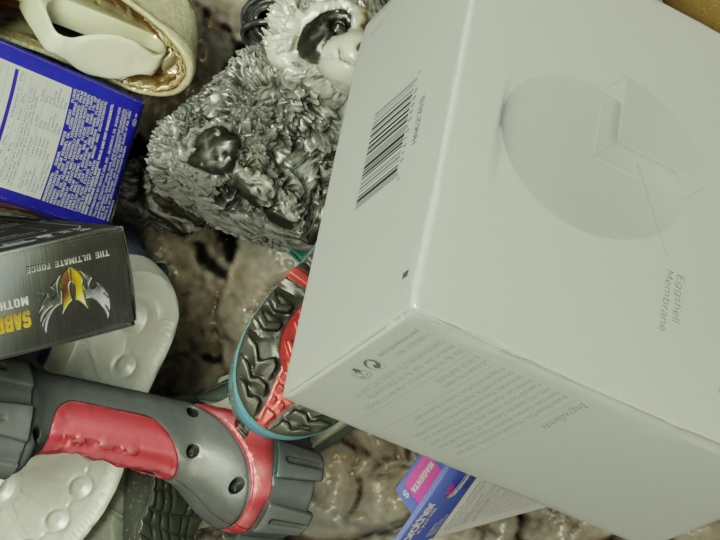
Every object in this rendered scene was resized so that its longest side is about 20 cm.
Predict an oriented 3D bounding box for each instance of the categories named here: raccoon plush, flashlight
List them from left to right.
[{"bbox_3d":[-0.116,0.090,0.952,0.198,0.068,0.069,14,96,-33],"label":"flashlight"},{"bbox_3d":[-0.062,-0.093,0.989,0.097,0.199,0.135,39,68,-44],"label":"raccoon plush"}]

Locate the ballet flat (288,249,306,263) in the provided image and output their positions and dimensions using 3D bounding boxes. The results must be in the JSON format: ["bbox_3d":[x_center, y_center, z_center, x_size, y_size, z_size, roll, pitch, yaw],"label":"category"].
[{"bbox_3d":[0.019,-0.011,1.023,0.199,0.070,0.068,37,103,26],"label":"ballet flat"}]

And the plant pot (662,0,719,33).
[{"bbox_3d":[0.214,-0.159,0.919,0.184,0.187,0.201,-13,123,9],"label":"plant pot"}]

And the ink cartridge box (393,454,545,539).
[{"bbox_3d":[0.098,0.076,0.993,0.042,0.199,0.120,49,125,26],"label":"ink cartridge box"}]

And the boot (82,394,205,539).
[{"bbox_3d":[-0.150,0.160,1.051,0.130,0.202,0.068,-3,158,39],"label":"boot"}]

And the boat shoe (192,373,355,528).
[{"bbox_3d":[-0.057,0.088,1.072,0.199,0.062,0.073,-32,80,34],"label":"boat shoe"}]

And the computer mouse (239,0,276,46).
[{"bbox_3d":[-0.016,-0.199,0.981,0.108,0.044,0.202,-1,116,9],"label":"computer mouse"}]

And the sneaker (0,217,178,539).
[{"bbox_3d":[-0.179,0.060,1.036,0.080,0.146,0.201,27,94,-35],"label":"sneaker"}]

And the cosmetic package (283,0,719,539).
[{"bbox_3d":[0.093,-0.013,0.855,0.198,0.201,0.123,23,150,-19],"label":"cosmetic package"}]

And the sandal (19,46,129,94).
[{"bbox_3d":[-0.146,-0.134,1.003,0.079,0.057,0.203,8,110,1],"label":"sandal"}]

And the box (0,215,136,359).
[{"bbox_3d":[-0.227,0.016,0.882,0.158,0.199,0.049,5,105,50],"label":"box"}]

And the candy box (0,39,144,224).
[{"bbox_3d":[-0.228,-0.082,0.915,0.168,0.200,0.078,13,86,27],"label":"candy box"}]

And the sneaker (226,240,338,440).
[{"bbox_3d":[0.000,0.000,0.941,0.079,0.095,0.200,46,70,-3],"label":"sneaker"}]

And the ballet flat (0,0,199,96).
[{"bbox_3d":[-0.163,-0.135,0.921,0.198,0.063,0.068,16,128,-27],"label":"ballet flat"}]
